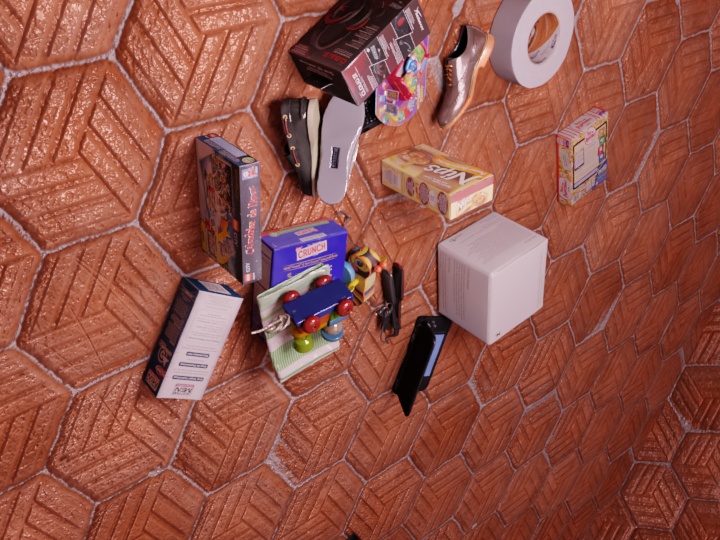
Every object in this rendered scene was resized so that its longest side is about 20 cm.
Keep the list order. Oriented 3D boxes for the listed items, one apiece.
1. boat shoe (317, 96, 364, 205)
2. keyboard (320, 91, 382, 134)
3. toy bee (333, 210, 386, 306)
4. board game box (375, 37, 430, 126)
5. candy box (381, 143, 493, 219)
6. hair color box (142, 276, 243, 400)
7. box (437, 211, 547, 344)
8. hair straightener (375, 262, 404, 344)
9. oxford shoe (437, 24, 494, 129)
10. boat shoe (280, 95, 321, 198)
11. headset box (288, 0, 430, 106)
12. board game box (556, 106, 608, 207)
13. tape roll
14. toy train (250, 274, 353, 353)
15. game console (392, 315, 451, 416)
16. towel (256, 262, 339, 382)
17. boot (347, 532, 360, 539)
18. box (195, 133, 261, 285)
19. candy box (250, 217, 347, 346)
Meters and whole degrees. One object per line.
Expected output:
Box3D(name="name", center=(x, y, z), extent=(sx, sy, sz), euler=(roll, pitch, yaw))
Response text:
Box3D(name="boat shoe", center=(-0.035, -0.214, 1.348), extent=(0.070, 0.069, 0.205), euler=(-102, -160, -88))
Box3D(name="keyboard", center=(0.013, -0.293, 1.400), extent=(0.198, 0.039, 0.106), euler=(-34, 135, -27))
Box3D(name="toy bee", center=(0.000, 0.000, 1.509), extent=(0.132, 0.108, 0.201), euler=(-53, 145, -17))
Box3D(name="board game box", center=(0.090, -0.361, 1.405), extent=(0.157, 0.038, 0.204), euler=(-27, 127, -45))
Box3D(name="candy box", center=(0.144, -0.174, 1.480), extent=(0.114, 0.199, 0.056), euler=(-26, 130, -30))
Box3D(name="hair color box", center=(-0.290, 0.119, 1.338), extent=(0.099, 0.060, 0.203), euler=(14, 103, -48))
Box3D(name="box", center=(0.300, 0.014, 1.773), extent=(0.198, 0.170, 0.202), euler=(-28, 132, -29))
Box3D(name="hair straightener", center=(0.056, 0.081, 1.683), extent=(0.076, 0.041, 0.203), euler=(-24, 134, -32))
Box3D(name="oxford shoe", center=(0.186, -0.377, 1.511), extent=(0.072, 0.071, 0.203), euler=(19, 96, -28))
Box3D(name="boat shoe", center=(-0.099, -0.209, 1.328), extent=(0.203, 0.062, 0.075), euler=(86, 10, -49))
Box3D(name="headset box", center=(-0.009, -0.362, 1.251), extent=(0.200, 0.148, 0.075), euler=(-47, 137, -11))
Box3D(name="board game box", center=(0.556, -0.283, 1.939), extent=(0.150, 0.046, 0.203), euler=(-35, 134, -24))
Box3D(name="tape roll", center=(0.354, -0.485, 1.599), extent=(0.198, 0.066, 0.204), euler=(-25, 130, -32))
Box3D(name="toy train", center=(-0.106, 0.101, 1.360), extent=(0.198, 0.085, 0.117), euler=(-26, 142, -26))
Box3D(name="game console", center=(0.159, 0.220, 1.805), extent=(0.174, 0.116, 0.204), euler=(3, 113, -45))
Box3D(name="towel", center=(-0.107, 0.097, 1.420), extent=(0.151, 0.023, 0.203), euler=(-28, 132, -26))
Box3D(name="boot", center=(-0.048, 0.798, 2.006), extent=(0.200, 0.065, 0.166), euler=(-46, 140, -20))
Box3D(name="box", center=(-0.208, -0.097, 1.227), extent=(0.037, 0.136, 0.204), euler=(-20, 127, -34))
Box3D(name="candy box", center=(-0.114, 0.019, 1.439), extent=(0.167, 0.077, 0.204), euler=(-15, 125, -37))
